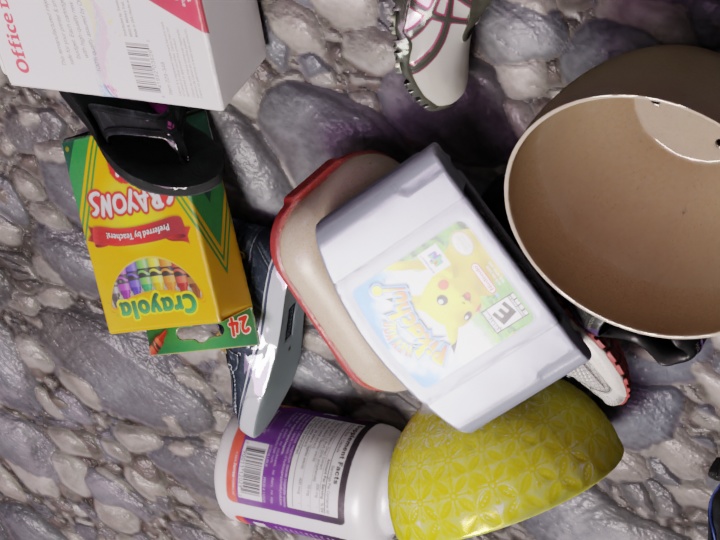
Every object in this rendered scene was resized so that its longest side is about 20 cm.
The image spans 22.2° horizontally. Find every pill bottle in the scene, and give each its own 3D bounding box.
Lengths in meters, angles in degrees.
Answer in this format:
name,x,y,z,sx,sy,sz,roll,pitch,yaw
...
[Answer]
name,x,y,z,sx,sy,sz,roll,pitch,yaw
pill bottle,-0.020,0.186,1.638,0.198,0.112,0.112,9,134,24

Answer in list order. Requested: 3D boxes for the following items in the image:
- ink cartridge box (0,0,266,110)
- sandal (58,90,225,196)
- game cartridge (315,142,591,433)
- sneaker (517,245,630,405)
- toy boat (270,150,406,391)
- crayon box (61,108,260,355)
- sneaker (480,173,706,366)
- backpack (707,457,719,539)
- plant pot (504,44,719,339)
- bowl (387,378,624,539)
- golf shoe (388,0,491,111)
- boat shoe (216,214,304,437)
name,x,y,z,sx,sy,sz,roll,pitch,yaw
ink cartridge box,-0.183,-0.211,1.379,0.198,0.086,0.149,11,133,25
sandal,-0.178,-0.123,1.416,0.200,0.075,0.048,42,150,34
game cartridge,0.062,0.020,1.357,0.133,0.041,0.200,-33,103,24
sneaker,0.127,0.041,1.417,0.199,0.078,0.082,37,109,-10
toy boat,0.000,0.000,1.466,0.201,0.130,0.130,57,163,-25
crayon box,-0.163,-0.024,1.512,0.126,0.051,0.202,-8,101,35
sneaker,0.173,-0.002,1.363,0.199,0.088,0.076,28,138,5
backpack,0.369,0.247,1.416,0.189,0.201,0.154,-9,144,26
plant pot,0.211,-0.074,1.237,0.199,0.135,0.201,16,137,16
bowl,0.101,0.129,1.475,0.199,0.200,0.109,-17,98,40
golf shoe,0.066,-0.192,1.260,0.087,0.078,0.201,6,133,16
boat shoe,-0.100,0.044,1.577,0.090,0.071,0.202,23,122,17
